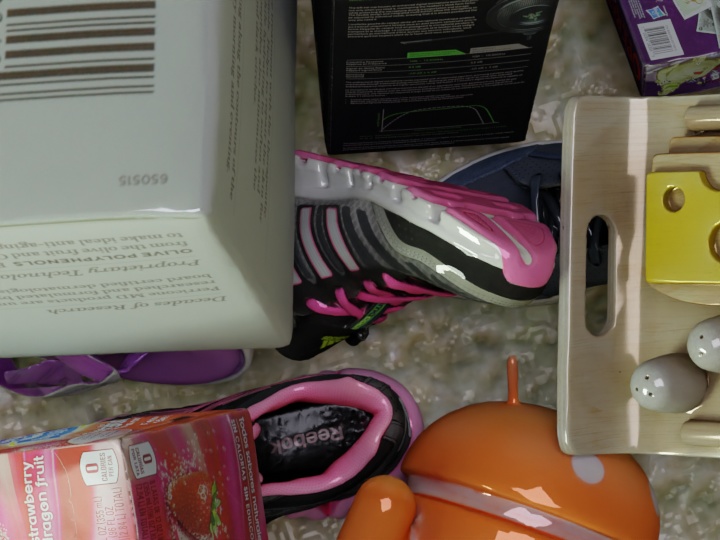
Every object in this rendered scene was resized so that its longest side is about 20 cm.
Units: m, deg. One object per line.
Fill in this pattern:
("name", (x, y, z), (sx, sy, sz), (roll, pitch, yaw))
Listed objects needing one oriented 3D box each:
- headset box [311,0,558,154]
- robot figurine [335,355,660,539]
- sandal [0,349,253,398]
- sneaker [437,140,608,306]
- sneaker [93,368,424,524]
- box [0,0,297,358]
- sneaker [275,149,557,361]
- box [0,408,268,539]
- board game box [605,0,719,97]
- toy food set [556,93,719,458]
("headset box", (0.023, -0.166, 0.903), (0.093, 0.200, 0.174), (-5, 70, -3))
("robot figurine", (0.054, 0.140, 0.906), (0.144, 0.117, 0.200), (19, 80, 2))
("sandal", (-0.145, 0.030, 0.937), (0.202, 0.082, 0.050), (10, 61, 12))
("sneaker", (0.120, -0.033, 0.924), (0.202, 0.146, 0.077), (-6, 82, -1))
("sneaker", (-0.069, 0.086, 0.923), (0.200, 0.095, 0.079), (-20, 83, -4))
("box", (-0.132, -0.080, 0.840), (0.200, 0.171, 0.199), (-3, 73, 9))
("sneaker", (0.000, 0.000, 0.916), (0.200, 0.074, 0.088), (15, 94, 44))
("box", (-0.092, 0.159, 0.843), (0.100, 0.095, 0.200), (-9, 90, 27))
("board game box", (0.154, -0.167, 0.965), (0.120, 0.032, 0.200), (-13, 55, -1))
("toy food set", (0.160, 0.002, 0.806), (0.200, 0.060, 0.144), (1, 90, 39))
